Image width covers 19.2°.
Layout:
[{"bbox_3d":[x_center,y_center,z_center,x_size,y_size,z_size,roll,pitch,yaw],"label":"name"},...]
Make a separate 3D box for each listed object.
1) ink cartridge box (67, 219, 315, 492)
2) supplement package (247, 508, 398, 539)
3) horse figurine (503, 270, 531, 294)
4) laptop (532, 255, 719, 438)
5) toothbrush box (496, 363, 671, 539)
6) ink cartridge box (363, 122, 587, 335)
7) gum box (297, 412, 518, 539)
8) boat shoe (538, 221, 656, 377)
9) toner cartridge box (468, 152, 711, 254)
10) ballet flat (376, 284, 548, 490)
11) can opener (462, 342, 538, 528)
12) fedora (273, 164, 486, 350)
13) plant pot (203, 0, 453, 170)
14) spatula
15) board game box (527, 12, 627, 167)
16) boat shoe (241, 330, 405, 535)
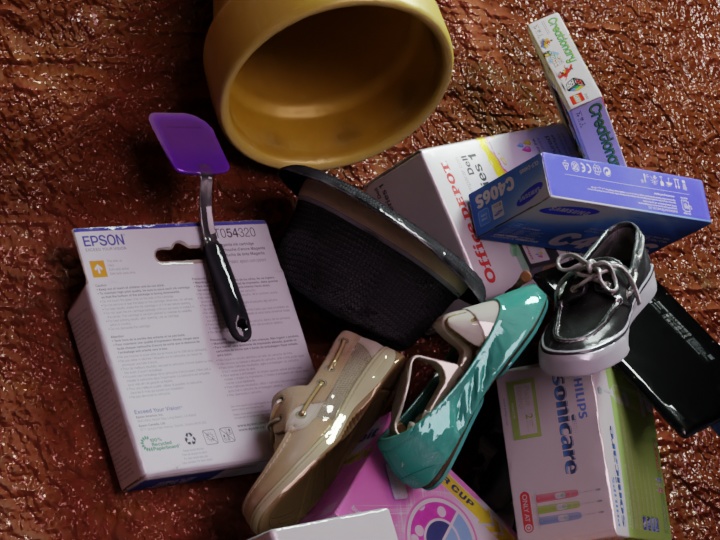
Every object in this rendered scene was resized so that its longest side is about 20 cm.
[{"bbox_3d":[-0.126,0.062,1.640,0.196,0.043,0.200,-3,67,-43],"label":"ink cartridge box"},{"bbox_3d":[-0.027,0.289,1.550,0.117,0.117,0.201,-4,72,-41],"label":"supplement package"},{"bbox_3d":[0.094,0.085,1.774,0.050,0.133,0.200,34,68,2],"label":"horse figurine"},{"bbox_3d":[0.242,0.084,1.832,0.200,0.116,0.187,-18,58,-47],"label":"laptop"},{"bbox_3d":[0.187,0.156,1.759,0.200,0.086,0.146,23,58,-69],"label":"toothbrush box"},{"bbox_3d":[0.119,-0.039,1.877,0.200,0.084,0.145,-13,77,-44],"label":"ink cartridge box"},{"bbox_3d":[0.052,0.226,1.688,0.200,0.066,0.114,45,48,-14],"label":"gum box"},{"bbox_3d":[0.189,0.019,1.690,0.199,0.073,0.068,-41,127,-53],"label":"boat shoe"},{"bbox_3d":[0.198,-0.053,1.826,0.200,0.095,0.043,7,64,-39],"label":"toner cartridge box"},{"bbox_3d":[0.076,0.075,1.661,0.070,0.067,0.200,40,68,-18],"label":"ballet flat"},{"bbox_3d":[0.132,0.139,1.813,0.053,0.066,0.200,38,43,-21],"label":"can opener"},{"bbox_3d":[0.000,0.000,1.725,0.200,0.201,0.092,36,82,-21],"label":"fedora"},{"bbox_3d":[-0.043,-0.217,1.768,0.200,0.201,0.189,12,45,-37],"label":"plant pot"},{"bbox_3d":[-0.116,-0.036,1.661,0.056,0.021,0.201,-3,70,-38],"label":"spatula"},{"bbox_3d":[0.210,-0.122,1.936,0.200,0.035,0.126,63,5,-45],"label":"board game box"},{"bbox_3d":[-0.040,0.121,1.614,0.065,0.072,0.200,29,51,14],"label":"boat shoe"}]
